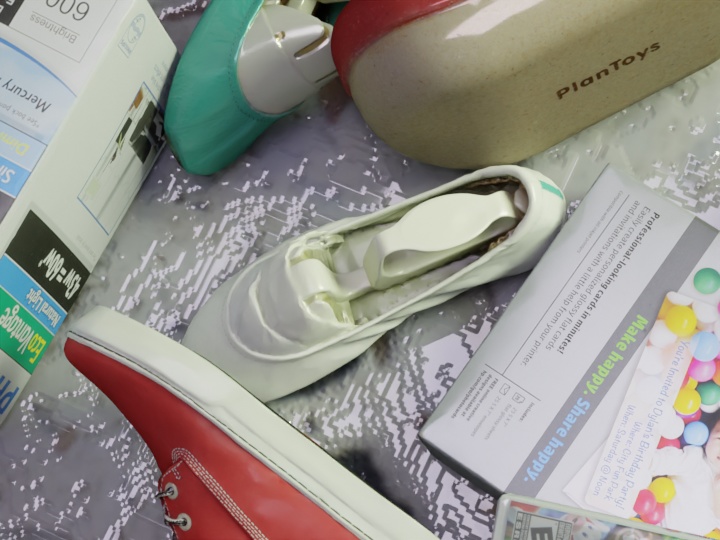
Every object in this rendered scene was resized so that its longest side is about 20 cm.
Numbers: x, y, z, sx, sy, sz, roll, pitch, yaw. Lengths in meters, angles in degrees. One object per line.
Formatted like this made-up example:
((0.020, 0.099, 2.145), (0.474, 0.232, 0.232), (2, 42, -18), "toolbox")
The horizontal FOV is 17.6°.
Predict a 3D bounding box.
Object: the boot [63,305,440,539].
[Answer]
((-0.079, 0.121, 1.039), (0.200, 0.072, 0.144), (38, 87, 3), "boot")

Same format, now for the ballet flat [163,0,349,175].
((-0.024, -0.131, 1.108), (0.070, 0.067, 0.200), (19, 75, 45), "ballet flat")

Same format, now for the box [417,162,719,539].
((0.150, 0.069, 1.040), (0.200, 0.041, 0.156), (34, 83, 16), "box")

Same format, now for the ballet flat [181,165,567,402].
((0.000, 0.000, 1.074), (0.200, 0.069, 0.070), (-24, 71, 3), "ballet flat")

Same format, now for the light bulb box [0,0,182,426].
((-0.217, -0.064, 1.102), (0.198, 0.125, 0.200), (26, 80, 16), "light bulb box")

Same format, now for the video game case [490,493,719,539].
((0.142, 0.185, 0.989), (0.200, 0.018, 0.143), (11, 93, 20), "video game case")

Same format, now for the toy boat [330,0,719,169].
((0.077, -0.139, 1.069), (0.200, 0.131, 0.131), (-27, 64, 2), "toy boat")
